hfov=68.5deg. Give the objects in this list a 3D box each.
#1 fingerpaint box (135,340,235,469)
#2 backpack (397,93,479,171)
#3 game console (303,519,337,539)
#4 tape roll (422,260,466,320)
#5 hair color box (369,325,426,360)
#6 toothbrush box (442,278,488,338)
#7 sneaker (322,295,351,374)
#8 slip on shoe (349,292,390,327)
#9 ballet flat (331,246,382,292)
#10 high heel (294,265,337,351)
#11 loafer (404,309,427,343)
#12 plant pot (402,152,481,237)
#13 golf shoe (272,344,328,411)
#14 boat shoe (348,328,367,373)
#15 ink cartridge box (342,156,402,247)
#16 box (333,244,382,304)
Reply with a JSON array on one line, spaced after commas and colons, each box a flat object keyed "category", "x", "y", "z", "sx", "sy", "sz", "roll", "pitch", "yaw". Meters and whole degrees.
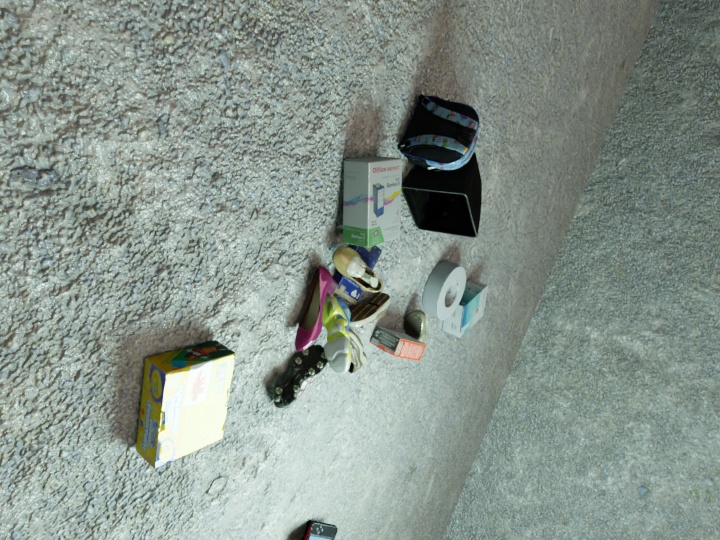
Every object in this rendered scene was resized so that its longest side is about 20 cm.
[{"category": "fingerpaint box", "x": -0.346, "y": 0.258, "z": 1.049, "sx": 0.165, "sy": 0.072, "sz": 0.205, "roll": -11, "pitch": 117, "yaw": -53}, {"category": "backpack", "x": 0.224, "y": -0.351, "z": 1.395, "sx": 0.134, "sy": 0.197, "sz": 0.186, "roll": 28, "pitch": 86, "yaw": -57}, {"category": "game console", "x": -0.156, "y": 0.917, "z": 1.669, "sx": 0.170, "sy": 0.118, "sz": 0.204, "roll": 25, "pitch": 89, "yaw": -29}, {"category": "tape roll", "x": 0.300, "y": 0.071, "z": 1.883, "sx": 0.199, "sy": 0.065, "sz": 0.204, "roll": -34, "pitch": 136, "yaw": -41}, {"category": "hair color box", "x": 0.122, "y": 0.234, "z": 1.690, "sx": 0.199, "sy": 0.100, "sz": 0.062, "roll": 24, "pitch": 90, "yaw": -56}, {"category": "toothbrush box", "x": 0.411, "y": 0.145, "z": 2.071, "sx": 0.199, "sy": 0.084, "sz": 0.150, "roll": -32, "pitch": 133, "yaw": -44}, {"category": "sneaker", "x": -0.048, "y": 0.160, "z": 1.378, "sx": 0.105, "sy": 0.074, "sz": 0.205, "roll": -17, "pitch": 99, "yaw": -63}, {"category": "slip on shoe", "x": 0.021, "y": 0.125, "z": 1.504, "sx": 0.199, "sy": 0.075, "sz": 0.062, "roll": -34, "pitch": 136, "yaw": -54}, {"category": "ballet flat", "x": 0.000, "y": 0.000, "z": 1.350, "sx": 0.070, "sy": 0.062, "sz": 0.200, "roll": -61, "pitch": 144, "yaw": -7}, {"category": "high heel", "x": -0.125, "y": 0.090, "z": 1.283, "sx": 0.096, "sy": 0.066, "sz": 0.204, "roll": 47, "pitch": 60, "yaw": -54}, {"category": "loafer", "x": 0.192, "y": 0.204, "z": 1.804, "sx": 0.068, "sy": 0.075, "sz": 0.203, "roll": -37, "pitch": 146, "yaw": -39}, {"category": "plant pot", "x": 0.256, "y": -0.237, "z": 1.532, "sx": 0.180, "sy": 0.196, "sz": 0.200, "roll": -65, "pitch": 148, "yaw": -22}, {"category": "golf shoe", "x": -0.157, "y": 0.271, "z": 1.353, "sx": 0.200, "sy": 0.077, "sz": 0.089, "roll": -45, "pitch": 168, "yaw": -35}, {"category": "boat shoe", "x": -0.033, "y": 0.230, "z": 1.490, "sx": 0.075, "sy": 0.074, "sz": 0.204, "roll": -46, "pitch": 143, "yaw": -19}, {"category": "ink cartridge box", "x": 0.030, "y": -0.173, "z": 1.301, "sx": 0.144, "sy": 0.086, "sz": 0.205, "roll": -19, "pitch": 114, "yaw": -50}, {"category": "box", "x": -0.005, "y": -0.019, "z": 1.417, "sx": 0.121, "sy": 0.032, "sz": 0.204, "roll": 35, "pitch": 79, "yaw": -57}]
